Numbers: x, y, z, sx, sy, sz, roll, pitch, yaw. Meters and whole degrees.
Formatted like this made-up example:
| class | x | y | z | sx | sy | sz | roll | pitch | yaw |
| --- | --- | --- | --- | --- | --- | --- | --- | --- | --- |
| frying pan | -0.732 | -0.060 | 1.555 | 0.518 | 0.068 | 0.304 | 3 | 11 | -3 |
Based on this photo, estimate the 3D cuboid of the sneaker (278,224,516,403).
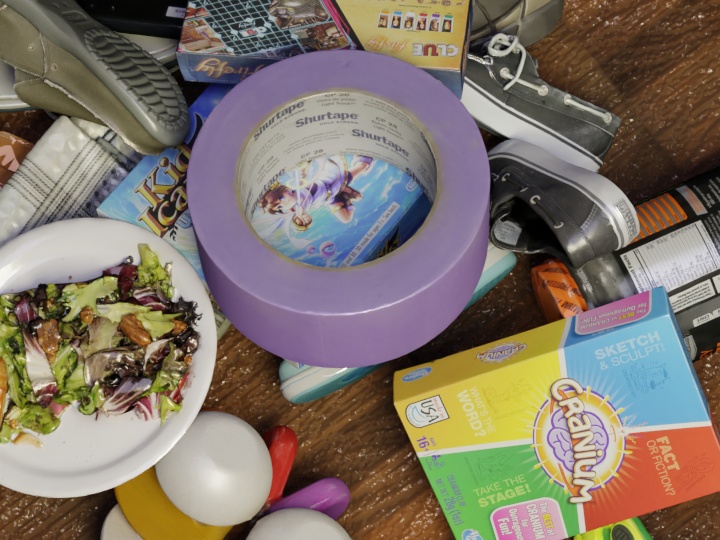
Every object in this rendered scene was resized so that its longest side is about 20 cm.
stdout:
| class | x | y | z | sx | sy | sz | roll | pitch | yaw |
| --- | --- | --- | --- | --- | --- | --- | --- | --- | --- |
| sneaker | 0.000 | 0.000 | 1.564 | 0.200 | 0.080 | 0.131 | -33 | 83 | -16 |

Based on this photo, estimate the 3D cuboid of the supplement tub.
| class | x | y | z | sx | sy | sz | roll | pitch | yaw |
| --- | --- | --- | --- | --- | --- | --- | --- | --- | --- |
| supplement tub | 0.231 | 0.003 | 1.540 | 0.199 | 0.123 | 0.123 | -23 | 80 | -4 |

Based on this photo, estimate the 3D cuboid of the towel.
| class | x | y | z | sx | sy | sz | roll | pitch | yaw |
| --- | --- | --- | --- | --- | --- | --- | --- | --- | --- |
| towel | -0.180 | -0.002 | 1.542 | 0.192 | 0.035 | 0.200 | 38 | 65 | -5 |

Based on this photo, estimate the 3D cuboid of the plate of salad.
| class | x | y | z | sx | sy | sz | roll | pitch | yaw |
| --- | --- | --- | --- | --- | --- | --- | --- | --- | --- |
| plate of salad | -0.196 | 0.053 | 1.449 | 0.199 | 0.048 | 0.201 | -4 | 67 | 9 |

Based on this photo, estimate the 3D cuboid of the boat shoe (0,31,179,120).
| class | x | y | z | sx | sy | sz | roll | pitch | yaw |
| --- | --- | --- | --- | --- | --- | --- | --- | --- | --- |
| boat shoe | -0.219 | -0.153 | 1.597 | 0.199 | 0.062 | 0.075 | -19 | 71 | -8 |

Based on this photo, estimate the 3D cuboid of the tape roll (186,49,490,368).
| class | x | y | z | sx | sy | sz | roll | pitch | yaw |
| --- | --- | --- | --- | --- | --- | --- | --- | --- | --- |
| tape roll | -0.013 | -0.042 | 1.435 | 0.199 | 0.085 | 0.201 | -1 | 63 | 1 |

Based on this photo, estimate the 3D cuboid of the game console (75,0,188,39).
| class | x | y | z | sx | sy | sz | roll | pitch | yaw |
| --- | --- | --- | --- | --- | --- | --- | --- | --- | --- |
| game console | -0.098 | -0.236 | 1.593 | 0.199 | 0.031 | 0.177 | 7 | 59 | 10 |

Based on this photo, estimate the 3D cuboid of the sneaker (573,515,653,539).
| class | x | y | z | sx | sy | sz | roll | pitch | yaw |
| --- | --- | --- | --- | --- | --- | --- | --- | --- | --- |
| sneaker | 0.220 | 0.250 | 1.526 | 0.074 | 0.083 | 0.200 | -47 | 64 | 26 |

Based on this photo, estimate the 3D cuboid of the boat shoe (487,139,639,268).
| class | x | y | z | sx | sy | sz | roll | pitch | yaw |
| --- | --- | --- | --- | --- | --- | --- | --- | --- | --- |
| boat shoe | 0.121 | -0.039 | 1.510 | 0.066 | 0.200 | 0.070 | -35 | 116 | -14 |

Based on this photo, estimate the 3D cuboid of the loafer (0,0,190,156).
| class | x | y | z | sx | sy | sz | roll | pitch | yaw |
| --- | --- | --- | --- | --- | --- | --- | --- | --- | --- |
| loafer | -0.203 | -0.141 | 1.527 | 0.200 | 0.075 | 0.070 | 41 | 114 | 19 |

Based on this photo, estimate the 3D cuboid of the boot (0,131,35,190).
| class | x | y | z | sx | sy | sz | roll | pitch | yaw |
| --- | --- | --- | --- | --- | --- | --- | --- | --- | --- |
| boot | -0.262 | -0.016 | 1.575 | 0.200 | 0.077 | 0.156 | 29 | 76 | 12 |

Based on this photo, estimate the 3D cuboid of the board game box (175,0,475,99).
| class | x | y | z | sx | sy | sz | roll | pitch | yaw |
| --- | --- | --- | --- | --- | --- | --- | --- | --- | --- |
| board game box | -0.020 | -0.190 | 1.520 | 0.199 | 0.035 | 0.136 | 5 | 59 | 8 |

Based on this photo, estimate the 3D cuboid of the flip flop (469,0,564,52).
| class | x | y | z | sx | sy | sz | roll | pitch | yaw |
| --- | --- | --- | --- | --- | --- | --- | --- | --- | --- |
| flip flop | 0.053 | -0.184 | 1.607 | 0.199 | 0.058 | 0.081 | -19 | 116 | -6 |

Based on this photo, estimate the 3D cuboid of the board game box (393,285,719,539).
| class | x | y | z | sx | sy | sz | roll | pitch | yaw |
| --- | --- | --- | --- | --- | --- | --- | --- | --- | --- |
| board game box | 0.141 | 0.110 | 1.496 | 0.199 | 0.040 | 0.153 | -19 | 117 | 12 |

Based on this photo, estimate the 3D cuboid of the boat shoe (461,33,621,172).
| class | x | y | z | sx | sy | sz | roll | pitch | yaw |
| --- | --- | --- | --- | --- | --- | --- | --- | --- | --- |
| boat shoe | 0.103 | -0.137 | 1.566 | 0.199 | 0.074 | 0.068 | 29 | 91 | -13 |

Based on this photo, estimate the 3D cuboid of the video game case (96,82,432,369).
| class | x | y | z | sx | sy | sz | roll | pitch | yaw |
| --- | --- | --- | --- | --- | --- | --- | --- | --- | --- |
| video game case | -0.054 | -0.059 | 1.519 | 0.181 | 0.045 | 0.200 | 32 | 69 | 20 |

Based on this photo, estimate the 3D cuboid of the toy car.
| class | x | y | z | sx | sy | sz | roll | pitch | yaw |
| --- | --- | --- | --- | --- | --- | --- | --- | --- | --- |
| toy car | -0.073 | 0.182 | 1.504 | 0.200 | 0.175 | 0.150 | 47 | 46 | 8 |
